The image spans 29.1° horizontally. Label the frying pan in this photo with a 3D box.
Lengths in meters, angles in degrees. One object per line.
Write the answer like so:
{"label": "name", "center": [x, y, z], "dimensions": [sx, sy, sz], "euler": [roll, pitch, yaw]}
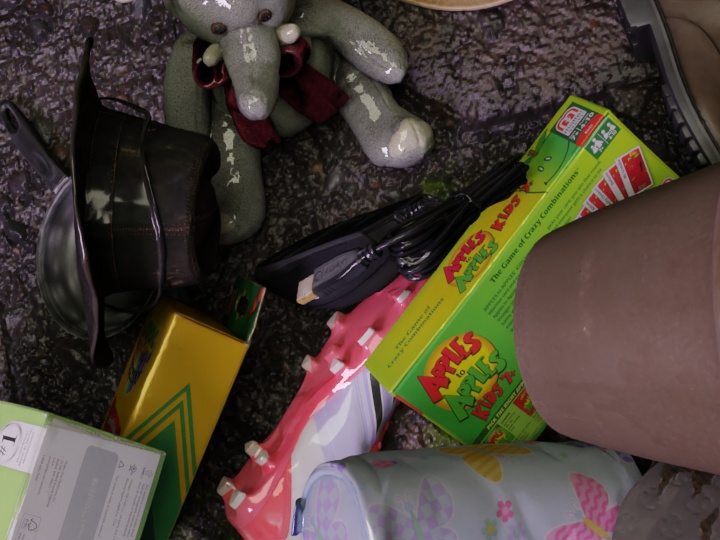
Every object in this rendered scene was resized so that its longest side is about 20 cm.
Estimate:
{"label": "frying pan", "center": [-0.192, -0.027, 0.919], "dimensions": [0.190, 0.031, 0.116], "euler": [29, 101, 35]}

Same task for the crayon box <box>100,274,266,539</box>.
{"label": "crayon box", "center": [-0.122, 0.090, 0.841], "dimensions": [0.051, 0.127, 0.201], "euler": [23, 88, -13]}

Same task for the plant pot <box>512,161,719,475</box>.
{"label": "plant pot", "center": [0.177, 0.028, 0.709], "dimensions": [0.174, 0.200, 0.202], "euler": [-8, 81, 36]}

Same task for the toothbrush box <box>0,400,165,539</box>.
{"label": "toothbrush box", "center": [-0.216, 0.146, 0.770], "dimensions": [0.199, 0.086, 0.146], "euler": [3, 73, 44]}

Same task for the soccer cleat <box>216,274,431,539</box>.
{"label": "soccer cleat", "center": [-0.006, 0.089, 0.858], "dimensions": [0.076, 0.067, 0.200], "euler": [40, 84, -23]}

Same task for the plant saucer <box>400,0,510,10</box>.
{"label": "plant saucer", "center": [0.046, -0.252, 0.839], "dimensions": [0.199, 0.201, 0.036], "euler": [14, 46, 13]}

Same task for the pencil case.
{"label": "pencil case", "center": [0.066, 0.143, 0.769], "dimensions": [0.199, 0.083, 0.091], "euler": [-2, 99, -28]}

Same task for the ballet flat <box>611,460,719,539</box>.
{"label": "ballet flat", "center": [0.187, 0.111, 0.771], "dimensions": [0.067, 0.047, 0.201], "euler": [5, 46, 24]}

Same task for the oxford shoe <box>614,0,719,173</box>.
{"label": "oxford shoe", "center": [0.216, -0.112, 0.821], "dimensions": [0.084, 0.073, 0.201], "euler": [-21, 80, 7]}

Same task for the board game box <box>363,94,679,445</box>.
{"label": "board game box", "center": [0.105, 0.010, 0.816], "dimensions": [0.101, 0.048, 0.200], "euler": [37, 92, -26]}

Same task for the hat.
{"label": "hat", "center": [-0.118, -0.042, 0.787], "dimensions": [0.080, 0.201, 0.202], "euler": [-4, 82, -6]}

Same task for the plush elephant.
{"label": "plush elephant", "center": [-0.060, -0.136, 0.839], "dimensions": [0.164, 0.155, 0.201], "euler": [-16, 81, 10]}

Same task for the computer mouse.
{"label": "computer mouse", "center": [0.000, 0.000, 0.798], "dimensions": [0.199, 0.140, 0.046], "euler": [-20, 101, 41]}
